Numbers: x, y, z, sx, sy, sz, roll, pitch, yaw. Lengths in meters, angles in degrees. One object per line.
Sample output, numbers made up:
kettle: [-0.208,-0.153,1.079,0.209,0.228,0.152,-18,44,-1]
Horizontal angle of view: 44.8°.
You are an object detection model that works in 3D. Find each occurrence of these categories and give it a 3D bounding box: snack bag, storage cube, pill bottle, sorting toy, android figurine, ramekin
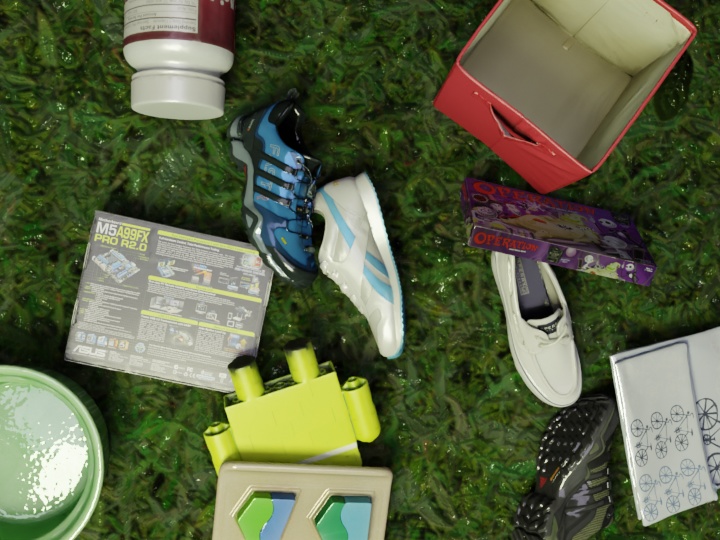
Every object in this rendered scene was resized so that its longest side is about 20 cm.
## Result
snack bag: [0.376,0.167,0.980,0.198,0.021,0.191,-11,92,-21]
storage cube: [0.197,-0.205,0.904,0.170,0.180,0.201,38,87,-1]
pill bottle: [-0.185,-0.264,0.902,0.113,0.114,0.202,2,90,-6]
sorting toy: [-0.064,0.296,0.920,0.183,0.036,0.202,5,105,-11]
android figurine: [-0.069,0.176,0.926,0.180,0.041,0.202,-16,108,-6]
ramekin: [-0.353,0.192,0.892,0.198,0.098,0.203,0,90,-6]

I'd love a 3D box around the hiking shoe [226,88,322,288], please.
hiking shoe: [-0.077,-0.083,0.902,0.086,0.074,0.202,-24,78,27]

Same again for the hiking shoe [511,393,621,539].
hiking shoe: [0.245,0.237,0.975,0.100,0.076,0.201,34,80,-28]

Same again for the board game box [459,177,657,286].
board game box: [0.208,-0.044,0.942,0.198,0.120,0.033,12,116,-6]

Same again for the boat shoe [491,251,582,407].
boat shoe: [0.201,0.057,0.964,0.071,0.066,0.202,-15,91,-6]

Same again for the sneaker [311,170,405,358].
sneaker: [0.000,0.000,0.946,0.080,0.077,0.202,-16,85,2]

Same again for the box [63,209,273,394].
box: [-0.199,0.035,0.935,0.198,0.044,0.162,11,88,-6]
